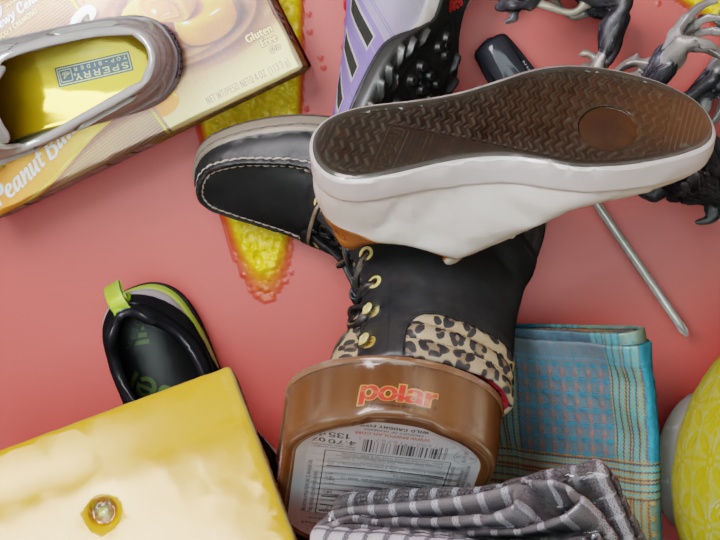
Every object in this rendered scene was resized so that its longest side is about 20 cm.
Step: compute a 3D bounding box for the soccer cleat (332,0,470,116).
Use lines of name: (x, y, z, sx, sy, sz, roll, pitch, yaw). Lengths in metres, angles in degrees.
soccer cleat: (0.018, -0.136, 1.027, 0.073, 0.068, 0.200, 11, 74, 33)

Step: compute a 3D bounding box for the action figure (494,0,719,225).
action figure: (0.160, -0.105, 1.020, 0.102, 0.119, 0.200, -40, 86, 10)

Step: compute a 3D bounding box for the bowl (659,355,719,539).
bowl: (0.224, 0.109, 1.023, 0.108, 0.200, 0.200, 3, 96, 45)

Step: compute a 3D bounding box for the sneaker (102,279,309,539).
sneaker: (-0.094, 0.098, 1.064, 0.072, 0.083, 0.200, -31, 92, 6)

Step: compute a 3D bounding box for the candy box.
candy box: (-0.143, -0.121, 1.063, 0.200, 0.055, 0.116, -25, 93, 5)

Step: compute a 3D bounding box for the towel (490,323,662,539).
towel: (0.100, 0.127, 1.049, 0.147, 0.022, 0.200, 0, 96, 39)

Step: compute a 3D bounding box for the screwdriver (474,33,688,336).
screwdriver: (0.126, -0.046, 1.064, 0.028, 0.029, 0.200, -34, 87, 5)

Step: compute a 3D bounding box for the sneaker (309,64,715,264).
sneaker: (0.077, -0.049, 0.966, 0.200, 0.085, 0.073, -4, 51, 3)

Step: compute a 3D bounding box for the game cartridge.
game cartridge: (-0.114, 0.169, 0.969, 0.176, 0.032, 0.200, -20, 69, -4)

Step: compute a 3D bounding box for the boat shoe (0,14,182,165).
boat shoe: (-0.194, -0.084, 0.998, 0.202, 0.086, 0.075, -14, 94, 5)

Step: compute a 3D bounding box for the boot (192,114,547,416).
boot: (0.000, 0.000, 1.020, 0.200, 0.073, 0.151, 11, 51, -3)

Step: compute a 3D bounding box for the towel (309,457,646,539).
towel: (0.080, 0.185, 0.968, 0.165, 0.086, 0.200, -5, 128, 35)

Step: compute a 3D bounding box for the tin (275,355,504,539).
tin: (0.011, 0.101, 0.998, 0.112, 0.200, 0.042, 10, 63, 0)
